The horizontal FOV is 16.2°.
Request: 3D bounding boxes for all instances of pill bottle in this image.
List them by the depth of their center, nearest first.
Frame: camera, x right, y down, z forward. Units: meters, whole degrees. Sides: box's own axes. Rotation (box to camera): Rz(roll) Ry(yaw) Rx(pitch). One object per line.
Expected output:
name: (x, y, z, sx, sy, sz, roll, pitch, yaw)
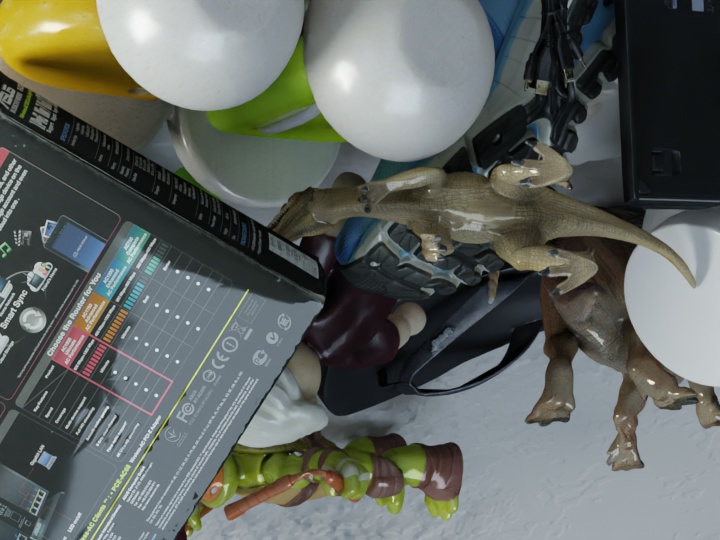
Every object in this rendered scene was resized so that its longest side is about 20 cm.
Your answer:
pill bottle: (0.204, -0.023, 1.163, 0.200, 0.112, 0.113, -34, 159, -46)

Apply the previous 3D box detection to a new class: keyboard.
keyboard: (0.116, -0.126, 1.060, 0.127, 0.201, 0.021, 1, 174, -32)

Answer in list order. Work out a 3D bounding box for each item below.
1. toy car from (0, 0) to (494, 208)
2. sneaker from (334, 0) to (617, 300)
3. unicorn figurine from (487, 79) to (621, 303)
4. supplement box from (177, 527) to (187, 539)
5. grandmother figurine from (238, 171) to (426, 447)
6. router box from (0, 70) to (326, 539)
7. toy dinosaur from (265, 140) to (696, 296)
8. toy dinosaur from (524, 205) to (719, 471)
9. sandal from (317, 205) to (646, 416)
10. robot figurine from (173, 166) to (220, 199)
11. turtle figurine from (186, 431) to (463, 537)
toy car: (-0.048, -0.117, 1.026, 0.199, 0.151, 0.175, 13, 164, -29)
sneaker: (0.052, -0.077, 1.118, 0.200, 0.090, 0.078, -55, 139, -3)
unicorn figurine: (0.120, -0.081, 1.178, 0.137, 0.074, 0.201, 12, 106, -47)
supplement box: (-0.174, 0.139, 1.177, 0.110, 0.086, 0.200, 1, 161, -33)
grandmother figurine: (0.000, 0.000, 1.173, 0.200, 0.060, 0.121, -53, 135, -17)
router box: (-0.127, 0.046, 0.977, 0.149, 0.062, 0.200, 30, 103, -12)
toy dinosaur: (0.061, -0.024, 1.020, 0.199, 0.101, 0.059, 5, 94, -15)
toy dinosaur: (0.127, 0.013, 1.225, 0.086, 0.136, 0.200, -16, 157, 28)
sandal: (0.066, 0.025, 1.316, 0.199, 0.043, 0.076, -25, 141, 6)
robot figurine: (-0.136, 0.011, 1.156, 0.200, 0.116, 0.175, 22, 127, -40)
turtle figurine: (-0.038, 0.107, 1.345, 0.161, 0.065, 0.200, 3, 165, -36)
